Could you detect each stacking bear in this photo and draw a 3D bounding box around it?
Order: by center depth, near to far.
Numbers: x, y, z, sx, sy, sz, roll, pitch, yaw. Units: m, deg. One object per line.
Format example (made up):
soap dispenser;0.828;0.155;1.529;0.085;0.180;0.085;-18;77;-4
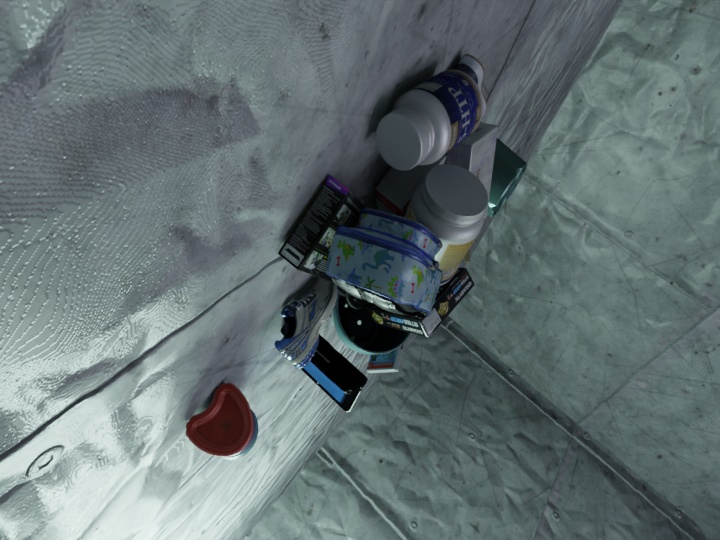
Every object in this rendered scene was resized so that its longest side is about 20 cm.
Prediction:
stacking bear;-0.255;0.317;1.055;0.122;0.113;0.201;-47;169;-19

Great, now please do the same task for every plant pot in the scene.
plant pot;0.287;-0.250;1.291;0.201;0.194;0.202;-48;164;-18
plant pot;0.018;0.114;1.304;0.201;0.200;0.188;-46;179;-21

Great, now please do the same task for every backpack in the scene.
backpack;0.040;-0.016;0.871;0.199;0.177;0.152;18;89;-69

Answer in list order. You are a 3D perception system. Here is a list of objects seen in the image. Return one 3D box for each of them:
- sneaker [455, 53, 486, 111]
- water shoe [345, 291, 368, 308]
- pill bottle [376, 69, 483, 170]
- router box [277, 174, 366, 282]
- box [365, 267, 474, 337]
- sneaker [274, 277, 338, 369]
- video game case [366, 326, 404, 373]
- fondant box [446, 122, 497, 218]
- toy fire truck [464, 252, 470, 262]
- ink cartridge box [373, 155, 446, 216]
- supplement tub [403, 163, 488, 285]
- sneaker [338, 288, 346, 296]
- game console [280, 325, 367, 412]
sneaker;0.199;-0.331;1.070;0.110;0.069;0.200;-55;161;-4
water shoe;0.020;0.030;1.095;0.070;0.079;0.203;-24;148;-27
pill bottle;0.115;-0.249;0.890;0.199;0.119;0.121;-41;162;-40
router box;-0.052;-0.064;0.919;0.151;0.050;0.200;-56;166;2
box;0.121;0.056;1.121;0.159;0.047;0.198;-44;-156;-23
sneaker;-0.106;0.081;1.034;0.076;0.084;0.205;-23;-140;53
video game case;0.079;0.161;1.366;0.142;0.017;0.206;-22;-132;60
fondant box;0.227;-0.188;1.109;0.144;0.057;0.207;-38;136;-47
toy fire truck;0.222;-0.118;1.376;0.175;0.198;0.131;-31;156;-54
ink cartridge box;0.107;-0.166;1.127;0.145;0.083;0.201;-50;165;-8
supplement tub;0.147;-0.082;0.999;0.144;0.143;0.203;-41;163;-36
sneaker;0.000;0.000;1.197;0.197;0.073;0.113;-7;139;-51
game console;-0.093;0.218;1.141;0.118;0.198;0.175;-54;166;10
